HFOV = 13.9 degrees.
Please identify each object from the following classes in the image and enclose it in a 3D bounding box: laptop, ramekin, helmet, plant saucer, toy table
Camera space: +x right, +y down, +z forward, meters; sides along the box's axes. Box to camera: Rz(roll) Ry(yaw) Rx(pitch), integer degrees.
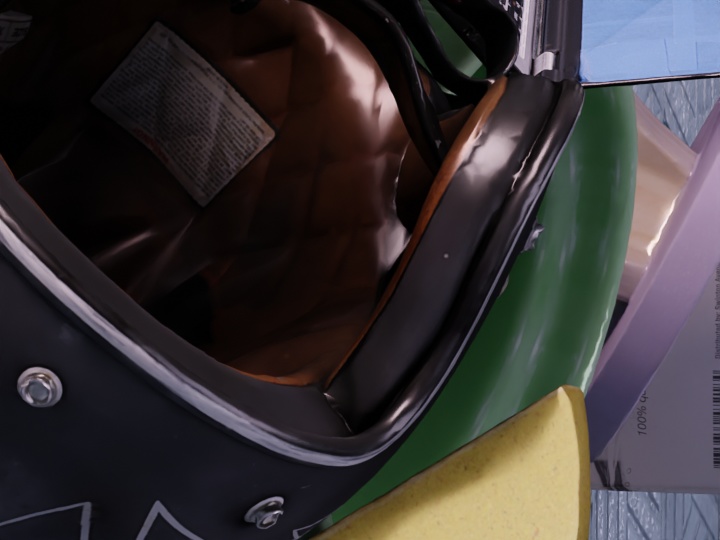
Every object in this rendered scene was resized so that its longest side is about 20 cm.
[{"bbox_3d":[0.074,-0.132,0.848,0.200,0.116,0.187,47,19,-14],"label":"laptop"},{"bbox_3d":[0.000,0.000,0.934,0.200,0.097,0.201,-42,141,-45],"label":"ramekin"},{"bbox_3d":[-0.059,-0.014,0.740,0.191,0.200,0.200,-51,150,-13],"label":"helmet"},{"bbox_3d":[-0.025,0.140,0.802,0.199,0.049,0.200,-28,157,-32],"label":"plant saucer"},{"bbox_3d":[0.083,-0.031,1.163,0.201,0.117,0.184,-64,180,20],"label":"toy table"}]

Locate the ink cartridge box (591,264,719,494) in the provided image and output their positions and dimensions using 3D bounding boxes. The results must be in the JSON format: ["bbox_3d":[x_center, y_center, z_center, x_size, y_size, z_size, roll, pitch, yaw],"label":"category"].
[{"bbox_3d":[0.139,0.022,1.323,0.084,0.199,0.146,-19,110,-73],"label":"ink cartridge box"}]
